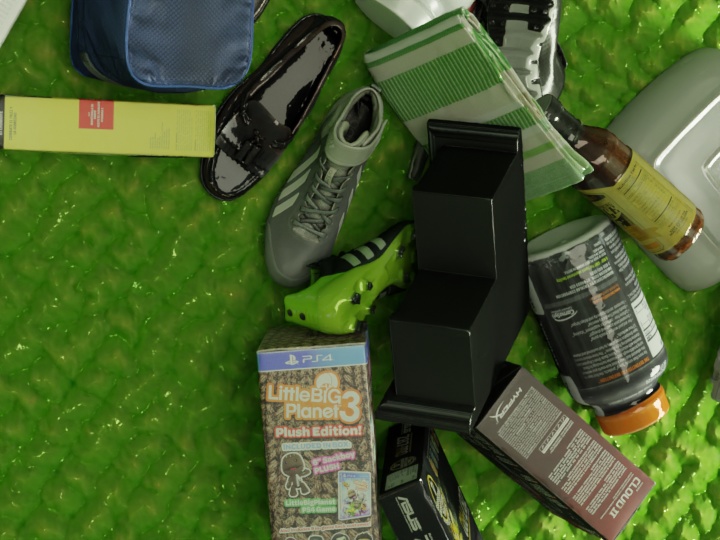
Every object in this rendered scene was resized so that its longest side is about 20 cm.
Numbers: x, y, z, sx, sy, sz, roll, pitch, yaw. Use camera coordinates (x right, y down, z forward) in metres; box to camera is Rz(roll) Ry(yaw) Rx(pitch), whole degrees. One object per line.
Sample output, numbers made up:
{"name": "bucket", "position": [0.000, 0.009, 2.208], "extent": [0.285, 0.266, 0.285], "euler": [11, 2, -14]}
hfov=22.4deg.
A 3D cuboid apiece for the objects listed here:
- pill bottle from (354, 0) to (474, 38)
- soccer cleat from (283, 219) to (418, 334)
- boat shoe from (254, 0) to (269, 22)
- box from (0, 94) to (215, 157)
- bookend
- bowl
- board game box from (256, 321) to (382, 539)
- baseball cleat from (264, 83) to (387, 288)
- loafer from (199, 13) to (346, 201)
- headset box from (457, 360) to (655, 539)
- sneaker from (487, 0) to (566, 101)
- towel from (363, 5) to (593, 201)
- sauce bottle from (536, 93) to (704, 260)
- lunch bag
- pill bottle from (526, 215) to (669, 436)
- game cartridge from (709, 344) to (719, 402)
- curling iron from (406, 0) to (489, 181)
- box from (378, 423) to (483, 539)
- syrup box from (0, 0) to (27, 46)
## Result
{"name": "pill bottle", "position": [0.083, -0.310, 1.683], "extent": [0.109, 0.109, 0.201], "euler": [38, 83, -15]}
{"name": "soccer cleat", "position": [0.000, 0.000, 1.670], "extent": [0.200, 0.081, 0.068], "euler": [-39, 131, -54]}
{"name": "boat shoe", "position": [-0.088, -0.317, 1.653], "extent": [0.072, 0.065, 0.201], "euler": [21, 88, -18]}
{"name": "box", "position": [-0.233, -0.128, 1.619], "extent": [0.198, 0.075, 0.051], "euler": [2, 93, -16]}
{"name": "bookend", "position": [0.079, 0.003, 1.618], "extent": [0.091, 0.200, 0.200], "euler": [7, 126, 19]}
{"name": "bowl", "position": [0.349, -0.102, 1.796], "extent": [0.200, 0.075, 0.200], "euler": [-43, 103, -11]}
{"name": "board game box", "position": [-0.034, 0.156, 1.642], "extent": [0.096, 0.159, 0.202], "euler": [-4, 94, 1]}
{"name": "baseball cleat", "position": [-0.035, -0.082, 1.664], "extent": [0.069, 0.106, 0.201], "euler": [21, 83, -4]}
{"name": "loafer", "position": [-0.080, -0.153, 1.667], "extent": [0.072, 0.063, 0.201], "euler": [35, 83, -15]}
{"name": "headset box", "position": [0.176, 0.171, 1.722], "extent": [0.200, 0.149, 0.075], "euler": [41, 82, -14]}
{"name": "sneaker", "position": [0.161, -0.213, 1.725], "extent": [0.066, 0.090, 0.202], "euler": [11, 105, 23]}
{"name": "towel", "position": [0.104, -0.143, 1.666], "extent": [0.200, 0.152, 0.023], "euler": [49, 52, -20]}
{"name": "sauce bottle", "position": [0.235, -0.089, 1.701], "extent": [0.200, 0.066, 0.066], "euler": [39, 83, -17]}
{"name": "lunch bag", "position": [-0.179, -0.258, 1.594], "extent": [0.135, 0.132, 0.202], "euler": [2, 96, -37]}
{"name": "pill bottle", "position": [0.231, 0.057, 1.752], "extent": [0.106, 0.106, 0.201], "euler": [-26, 100, -13]}
{"name": "game cartridge", "position": [0.426, 0.038, 1.811], "extent": [0.132, 0.041, 0.201], "euler": [5, 107, -32]}
{"name": "curling iron", "position": [0.089, -0.179, 1.736], "extent": [0.049, 0.026, 0.201], "euler": [24, 87, -14]}
{"name": "box", "position": [0.071, 0.237, 1.668], "extent": [0.049, 0.200, 0.162], "euler": [-22, 100, 7]}
{"name": "syrup box", "position": [-0.331, -0.247, 1.578], "extent": [0.081, 0.079, 0.201], "euler": [31, 85, -16]}
